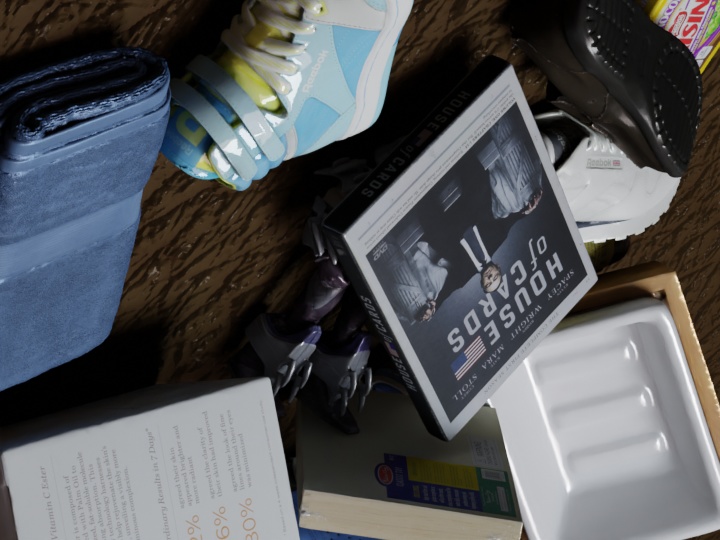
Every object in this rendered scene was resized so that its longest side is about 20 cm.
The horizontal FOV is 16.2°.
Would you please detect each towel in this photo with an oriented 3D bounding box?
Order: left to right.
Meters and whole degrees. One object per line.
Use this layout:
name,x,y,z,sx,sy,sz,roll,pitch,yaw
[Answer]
towel,-0.160,-0.027,1.292,0.112,0.049,0.200,-22,146,-35

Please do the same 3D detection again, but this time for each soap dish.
soap dish,0.162,0.094,1.704,0.157,0.081,0.200,-15,117,12

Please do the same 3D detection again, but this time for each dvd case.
dvd case,0.064,-0.010,1.519,0.150,0.025,0.200,-46,137,-18

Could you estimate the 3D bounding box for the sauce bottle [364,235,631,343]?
sauce bottle,0.088,-0.003,1.645,0.200,0.065,0.065,-22,147,-36

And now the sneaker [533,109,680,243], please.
sneaker,0.142,-0.067,1.623,0.200,0.076,0.081,-21,137,-39

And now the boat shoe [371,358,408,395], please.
boat shoe,0.072,0.087,1.764,0.072,0.072,0.200,-62,148,-6

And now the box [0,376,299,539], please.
box,-0.143,0.154,1.437,0.200,0.153,0.106,-13,-176,-43

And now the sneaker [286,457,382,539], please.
sneaker,0.014,0.165,1.607,0.199,0.111,0.077,2,141,-2

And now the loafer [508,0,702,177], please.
loafer,0.151,-0.122,1.548,0.200,0.071,0.073,45,56,-51

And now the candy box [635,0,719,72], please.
candy box,0.216,-0.183,1.598,0.102,0.026,0.200,-4,135,-46

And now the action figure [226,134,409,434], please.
action figure,0.000,0.000,1.525,0.130,0.069,0.200,4,122,-41

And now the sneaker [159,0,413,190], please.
sneaker,-0.046,-0.113,1.283,0.130,0.080,0.200,-33,151,-25

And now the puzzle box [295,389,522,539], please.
puzzle box,0.025,0.120,1.564,0.200,0.133,0.025,-94,-166,-73
